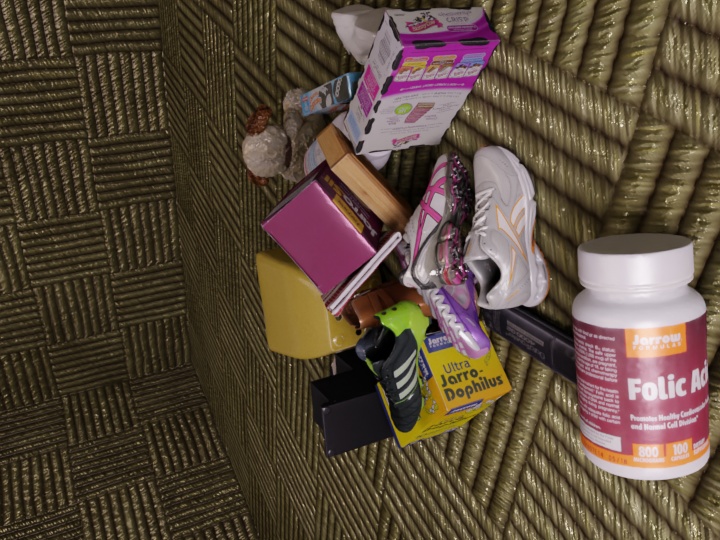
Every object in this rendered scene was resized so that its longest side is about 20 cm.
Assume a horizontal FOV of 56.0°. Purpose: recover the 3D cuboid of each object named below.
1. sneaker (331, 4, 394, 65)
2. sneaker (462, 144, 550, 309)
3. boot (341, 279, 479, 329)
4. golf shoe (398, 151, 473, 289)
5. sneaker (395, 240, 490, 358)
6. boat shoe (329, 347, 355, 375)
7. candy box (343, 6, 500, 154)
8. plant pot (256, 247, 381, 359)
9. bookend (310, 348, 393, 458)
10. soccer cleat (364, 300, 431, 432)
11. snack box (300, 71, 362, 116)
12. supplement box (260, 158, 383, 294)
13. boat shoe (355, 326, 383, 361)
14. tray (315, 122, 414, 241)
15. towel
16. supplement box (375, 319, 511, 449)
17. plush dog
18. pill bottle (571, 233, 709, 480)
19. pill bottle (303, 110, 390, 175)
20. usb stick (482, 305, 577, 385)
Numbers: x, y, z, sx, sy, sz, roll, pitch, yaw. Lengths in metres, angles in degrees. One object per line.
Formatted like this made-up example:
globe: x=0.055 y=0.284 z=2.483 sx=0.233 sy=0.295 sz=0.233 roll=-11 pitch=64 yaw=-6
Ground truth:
sneaker: x=0.019 y=-0.346 z=1.028 sx=0.200 sy=0.075 sz=0.089 roll=-128 pitch=21 yaw=-56
sneaker: x=0.159 y=-0.050 z=0.804 sx=0.076 sy=0.091 sz=0.202 roll=-22 pitch=81 yaw=66
boot: x=0.068 y=0.053 z=0.983 sx=0.200 sy=0.153 sz=0.074 roll=-2 pitch=100 yaw=66
golf shoe: x=0.093 y=-0.069 z=0.867 sx=0.073 sy=0.091 sz=0.201 roll=48 pitch=-137 yaw=-44
sneaker: x=0.123 y=0.021 z=0.887 sx=0.201 sy=0.088 sz=0.081 roll=61 pitch=174 yaw=36
boat shoe: x=-0.034 y=0.199 z=1.381 sx=0.093 sy=0.074 sz=0.201 roll=51 pitch=151 yaw=46
candy box: x=0.070 y=-0.237 z=0.861 sx=0.200 sy=0.135 sz=0.061 roll=120 pitch=134 yaw=-57
plant pot: x=-0.055 y=0.058 z=1.240 sx=0.200 sy=0.193 sz=0.197 roll=19 pitch=118 yaw=58
bookend: x=-0.010 y=0.214 z=1.188 sx=0.198 sy=0.198 sz=0.093 roll=28 pitch=126 yaw=60
soccer cleat: x=0.044 y=0.132 z=0.896 sx=0.067 sy=0.080 sz=0.202 roll=42 pitch=137 yaw=53
snack box: x=-0.005 y=-0.273 z=1.041 sx=0.200 sy=0.115 sz=0.037 roll=-169 pitch=69 yaw=-65
supplement box: x=-0.045 y=-0.075 z=0.975 sx=0.131 sy=0.103 sz=0.200 roll=49 pitch=-162 yaw=-13
boat shoe: x=0.039 y=0.110 z=1.081 sx=0.200 sy=0.061 sz=0.076 roll=-36 pitch=-58 yaw=-75
tray: x=0.020 y=-0.119 z=0.985 sx=0.200 sy=0.037 sz=0.099 roll=41 pitch=-164 yaw=-37
towel: x=0.000 y=0.000 z=0.982 sx=0.023 sy=0.144 sz=0.200 roll=41 pitch=179 yaw=-6
supplement box: x=0.114 y=0.171 z=0.993 sx=0.110 sy=0.108 sz=0.200 roll=68 pitch=155 yaw=22
plush dog: x=-0.146 y=-0.234 z=1.312 sx=0.161 sy=0.170 sz=0.201 roll=51 pitch=145 yaw=45
pill bottle: x=0.254 y=0.073 z=0.618 sx=0.114 sy=0.113 sz=0.202 roll=16 pitch=117 yaw=64
pill bottle: x=-0.015 y=-0.197 z=1.112 sx=0.200 sy=0.108 sz=0.110 roll=-21 pitch=82 yaw=66
usb stick: x=0.214 y=0.081 z=0.818 sx=0.200 sy=0.032 sz=0.056 roll=35 pitch=139 yaw=58
